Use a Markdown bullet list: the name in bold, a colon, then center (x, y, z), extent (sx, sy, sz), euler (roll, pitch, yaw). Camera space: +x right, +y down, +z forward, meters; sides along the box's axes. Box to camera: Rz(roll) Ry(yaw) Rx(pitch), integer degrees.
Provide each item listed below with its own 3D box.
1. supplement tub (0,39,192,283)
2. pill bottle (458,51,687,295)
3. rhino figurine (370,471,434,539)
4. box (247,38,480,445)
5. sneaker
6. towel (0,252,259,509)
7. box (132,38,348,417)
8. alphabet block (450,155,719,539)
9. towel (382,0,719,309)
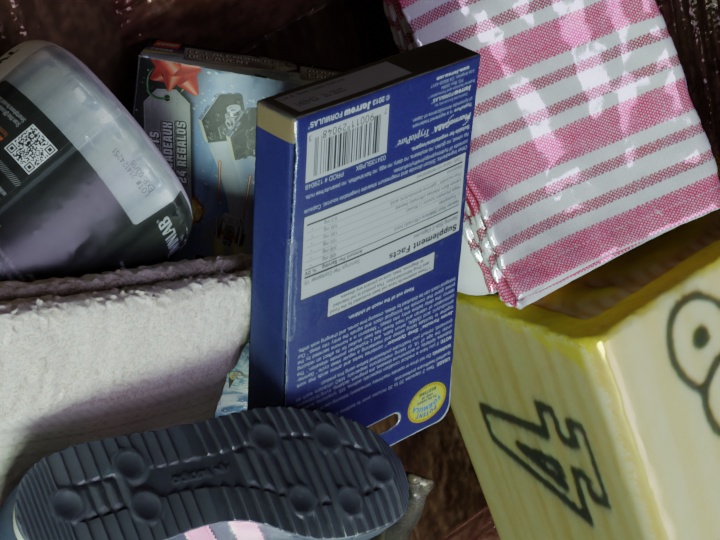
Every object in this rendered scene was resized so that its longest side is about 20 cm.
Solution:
- **supplement tub**: center (-0.184, 0.000, 0.889), extent (0.200, 0.122, 0.123), euler (-42, 131, -14)
- **pill bottle**: center (0.077, -0.065, 1.066), extent (0.200, 0.112, 0.113), euler (-42, 131, -14)
- **rhino figurine**: center (-0.047, 0.140, 1.098), extent (0.199, 0.060, 0.088), euler (18, 83, -40)
- **box**: center (0.000, 0.000, 0.928), extent (0.121, 0.032, 0.202), euler (-23, 127, -40)
- **sneaker**: center (-0.075, 0.110, 0.885), extent (0.198, 0.071, 0.082), euler (-1, 151, -31)
- **towel**: center (-0.128, 0.059, 0.873), extent (0.199, 0.034, 0.133), euler (-10, 131, -48)
- **box**: center (-0.054, -0.007, 0.992), extent (0.136, 0.040, 0.202), euler (10, 111, 2)
- **alphabet block**: center (0.174, 0.064, 1.124), extent (0.194, 0.196, 0.201), euler (-30, 112, -24)
- **towel**: center (0.100, -0.098, 0.997), extent (0.145, 0.030, 0.201), euler (-25, 102, -19)
